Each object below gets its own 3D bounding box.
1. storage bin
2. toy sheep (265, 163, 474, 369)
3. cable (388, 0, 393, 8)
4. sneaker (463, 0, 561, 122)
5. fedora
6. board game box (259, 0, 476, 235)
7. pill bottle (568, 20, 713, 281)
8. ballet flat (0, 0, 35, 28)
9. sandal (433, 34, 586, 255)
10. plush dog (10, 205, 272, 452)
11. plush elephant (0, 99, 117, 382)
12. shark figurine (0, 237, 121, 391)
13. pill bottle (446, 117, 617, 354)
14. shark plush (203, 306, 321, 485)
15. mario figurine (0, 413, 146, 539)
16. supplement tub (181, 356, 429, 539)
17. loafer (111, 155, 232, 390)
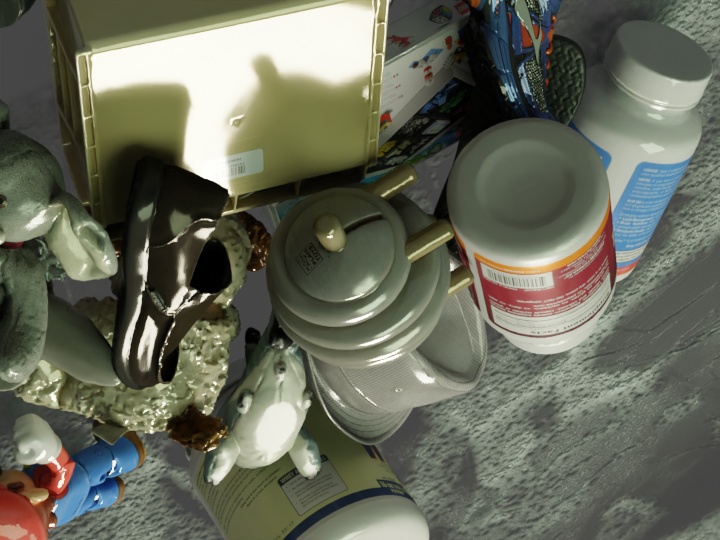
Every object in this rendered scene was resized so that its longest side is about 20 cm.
[{"bbox_3d":[-0.092,-0.127,1.270,0.200,0.094,0.199,-14,145,-13],"label":"storage bin"},{"bbox_3d":[0.000,0.000,1.328,0.138,0.138,0.200,-35,152,-3],"label":"toy sheep"},{"bbox_3d":[-0.022,-0.230,1.288,0.163,0.051,0.200,0,132,-43],"label":"cable"},{"bbox_3d":[0.113,-0.177,1.385,0.078,0.075,0.200,-22,117,-6],"label":"sneaker"},{"bbox_3d":[0.036,0.040,1.498,0.177,0.090,0.200,-58,134,-33],"label":"fedora"},{"bbox_3d":[0.007,-0.114,1.457,0.200,0.035,0.126,-30,146,-11],"label":"board game box"},{"bbox_3d":[0.207,-0.096,1.586,0.112,0.112,0.200,-8,136,-35],"label":"pill bottle"},{"bbox_3d":[-0.227,-0.228,1.130,0.066,0.057,0.200,-4,135,1],"label":"ballet flat"},{"bbox_3d":[0.109,-0.100,1.488,0.201,0.075,0.048,-63,176,33],"label":"sandal"},{"bbox_3d":[-0.141,0.025,1.416,0.200,0.160,0.172,1,105,-42],"label":"plush dog"},{"bbox_3d":[-0.243,-0.021,1.244,0.200,0.165,0.155,-33,154,-39],"label":"plush elephant"},{"bbox_3d":[-0.280,0.048,1.351,0.214,0.128,0.089,-19,174,20],"label":"shark figurine"},{"bbox_3d":[0.127,-0.017,1.422,0.113,0.113,0.200,-33,154,-6],"label":"pill bottle"},{"bbox_3d":[-0.081,0.079,1.453,0.091,0.083,0.200,-10,135,-12],"label":"shark plush"},{"bbox_3d":[-0.253,0.157,1.494,0.200,0.106,0.124,-24,114,-62],"label":"mario figurine"},{"bbox_3d":[-0.051,0.177,1.595,0.145,0.200,0.145,-23,143,-19],"label":"supplement tub"},{"bbox_3d":[-0.120,0.012,1.277,0.071,0.073,0.200,9,141,-2],"label":"loafer"}]
